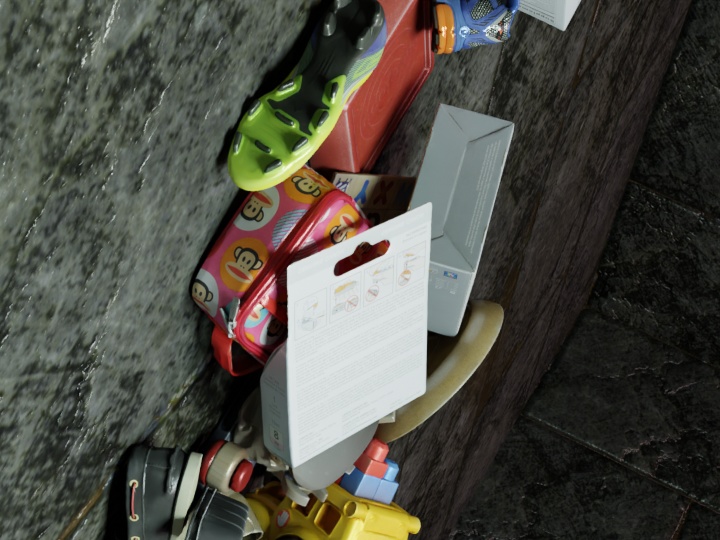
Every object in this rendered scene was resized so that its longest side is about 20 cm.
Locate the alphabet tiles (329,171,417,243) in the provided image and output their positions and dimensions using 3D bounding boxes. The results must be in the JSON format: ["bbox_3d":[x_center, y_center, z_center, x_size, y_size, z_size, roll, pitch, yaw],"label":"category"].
[{"bbox_3d":[-0.033,-0.014,1.308,0.199,0.008,0.168,-2,119,-54],"label":"alphabet tiles"}]

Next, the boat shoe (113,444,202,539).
[{"bbox_3d":[-0.181,0.226,1.219,0.074,0.063,0.202,-79,-178,-51],"label":"boat shoe"}]

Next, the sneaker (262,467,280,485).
[{"bbox_3d":[-0.056,0.190,1.617,0.200,0.070,0.094,-21,117,-67],"label":"sneaker"}]

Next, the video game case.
[{"bbox_3d":[-0.105,0.146,1.430,0.201,0.019,0.143,-60,165,-21],"label":"video game case"}]

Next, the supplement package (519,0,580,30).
[{"bbox_3d":[0.185,-0.352,1.428,0.110,0.113,0.200,-60,166,-12],"label":"supplement package"}]

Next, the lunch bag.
[{"bbox_3d":[-0.063,0.013,1.200,0.177,0.082,0.200,-53,156,-4],"label":"lunch bag"}]

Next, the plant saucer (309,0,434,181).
[{"bbox_3d":[0.016,-0.175,1.283,0.200,0.037,0.200,-60,164,-20],"label":"plant saucer"}]

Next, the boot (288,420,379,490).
[{"bbox_3d":[-0.024,0.110,1.305,0.075,0.073,0.201,-8,-127,51],"label":"boot"}]

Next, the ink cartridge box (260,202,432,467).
[{"bbox_3d":[-0.012,0.048,1.193,0.162,0.057,0.201,-25,126,-35],"label":"ink cartridge box"}]

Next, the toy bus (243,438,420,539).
[{"bbox_3d":[-0.038,0.247,1.450,0.135,0.200,0.193,21,92,-42],"label":"toy bus"}]

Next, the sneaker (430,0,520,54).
[{"bbox_3d":[0.110,-0.255,1.318,0.201,0.078,0.076,-78,171,-53],"label":"sneaker"}]

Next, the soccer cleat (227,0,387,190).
[{"bbox_3d":[-0.037,-0.132,1.111,0.201,0.064,0.084,-58,167,-25],"label":"soccer cleat"}]

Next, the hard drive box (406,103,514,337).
[{"bbox_3d":[0.085,-0.043,1.364,0.200,0.076,0.157,92,14,-70],"label":"hard drive box"}]

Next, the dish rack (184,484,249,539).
[{"bbox_3d":[-0.142,0.300,1.227,0.153,0.054,0.201,-102,-153,-88],"label":"dish rack"}]

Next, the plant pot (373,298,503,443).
[{"bbox_3d":[0.068,0.099,1.480,0.200,0.027,0.200,-43,-167,13],"label":"plant pot"}]

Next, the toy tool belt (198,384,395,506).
[{"bbox_3d":[-0.054,0.160,1.353,0.200,0.122,0.125,-48,159,-47],"label":"toy tool belt"}]

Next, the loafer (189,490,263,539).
[{"bbox_3d":[-0.166,0.288,1.330,0.200,0.067,0.076,-50,161,-24],"label":"loafer"}]
